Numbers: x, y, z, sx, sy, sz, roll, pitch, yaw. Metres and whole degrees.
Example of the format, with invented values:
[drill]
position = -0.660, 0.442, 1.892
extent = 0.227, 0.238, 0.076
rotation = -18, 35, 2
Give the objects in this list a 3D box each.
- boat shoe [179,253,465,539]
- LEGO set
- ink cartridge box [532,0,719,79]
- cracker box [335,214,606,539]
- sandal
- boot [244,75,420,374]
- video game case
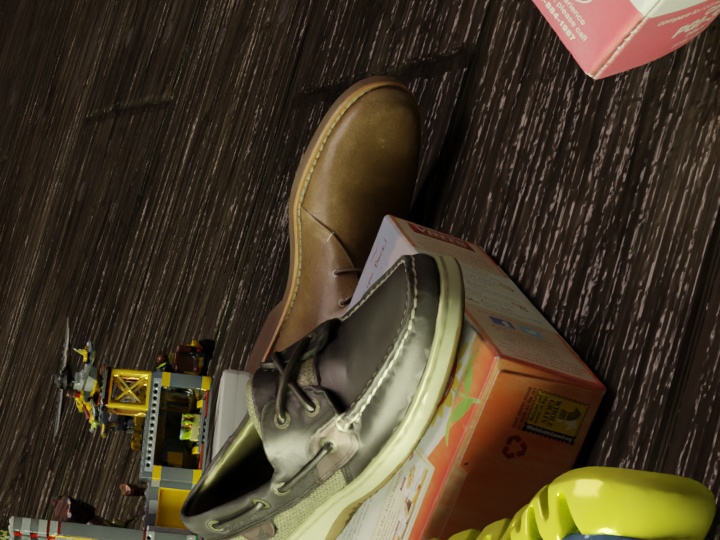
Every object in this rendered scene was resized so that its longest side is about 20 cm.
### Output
[boat shoe]
position = -0.020, 0.065, 1.043
extent = 0.072, 0.066, 0.201
rotation = -91, 25, -44
[LEGO set]
position = -0.146, 0.131, 1.289
extent = 0.154, 0.115, 0.201
rotation = 132, 145, -81
[ink cartridge box]
position = 0.122, -0.194, 0.925
extent = 0.147, 0.083, 0.200
rotation = 56, 140, 13
[cracker box]
position = 0.033, 0.070, 1.081
extent = 0.200, 0.057, 0.134
rotation = -125, 55, -67
[sandal]
position = 0.061, 0.142, 0.911
extent = 0.200, 0.079, 0.087
rotation = 136, 143, -57
[boot]
position = 0.000, 0.000, 1.251
extent = 0.075, 0.073, 0.201
rotation = 38, 117, 55
[video game case]
position = -0.077, 0.173, 1.234
extent = 0.143, 0.018, 0.201
rotation = 104, 171, -54
